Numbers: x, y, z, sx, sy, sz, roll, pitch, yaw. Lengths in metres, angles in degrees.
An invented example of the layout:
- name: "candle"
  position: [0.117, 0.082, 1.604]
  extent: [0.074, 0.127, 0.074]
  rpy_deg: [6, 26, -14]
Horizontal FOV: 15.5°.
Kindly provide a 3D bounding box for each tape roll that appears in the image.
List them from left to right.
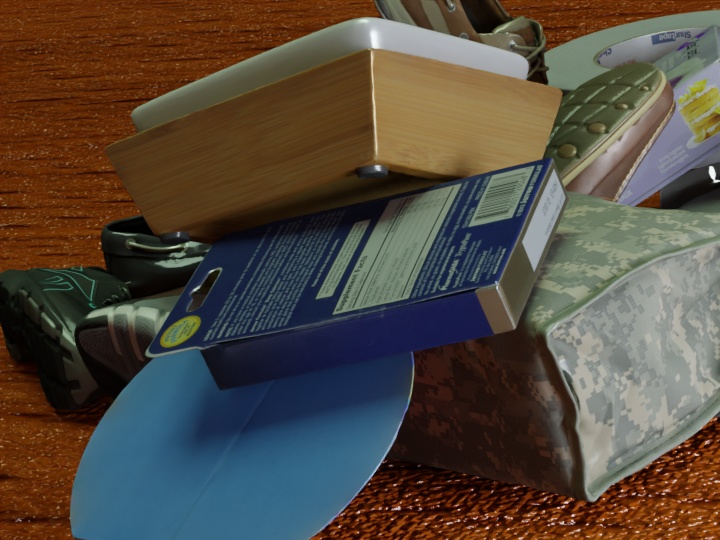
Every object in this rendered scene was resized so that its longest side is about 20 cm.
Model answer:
- name: "tape roll"
  position: [0.224, -0.129, 1.888]
  extent: [0.200, 0.066, 0.200]
  rpy_deg: [-11, 17, 3]

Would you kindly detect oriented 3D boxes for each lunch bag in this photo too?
- name: "lunch bag"
  position: [0.120, 0.026, 1.381]
  extent: [0.200, 0.118, 0.164]
  rpy_deg: [-30, 24, -34]

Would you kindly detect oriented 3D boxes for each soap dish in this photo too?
- name: "soap dish"
  position: [-0.014, -0.065, 1.430]
  extent: [0.200, 0.081, 0.157]
  rpy_deg: [-17, -17, 40]

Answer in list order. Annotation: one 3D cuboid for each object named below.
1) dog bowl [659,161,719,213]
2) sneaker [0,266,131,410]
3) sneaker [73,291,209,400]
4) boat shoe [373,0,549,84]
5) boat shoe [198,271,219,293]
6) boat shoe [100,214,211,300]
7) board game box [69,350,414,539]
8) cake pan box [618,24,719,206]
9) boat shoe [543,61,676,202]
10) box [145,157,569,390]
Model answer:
- name: "dog bowl"
  position: [0.249, -0.016, 1.527]
  extent: [0.200, 0.059, 0.200]
  rpy_deg: [-11, 17, 3]
- name: "sneaker"
  position: [-0.173, 0.029, 1.630]
  extent: [0.079, 0.075, 0.200]
  rpy_deg: [-14, 18, -15]
- name: "sneaker"
  position: [-0.056, 0.031, 1.477]
  extent: [0.200, 0.075, 0.115]
  rpy_deg: [6, 36, 34]
- name: "boat shoe"
  position: [0.092, -0.142, 1.809]
  extent: [0.072, 0.200, 0.076]
  rpy_deg: [-41, -1, 33]
- name: "boat shoe"
  position: [-0.069, 0.019, 1.602]
  extent: [0.071, 0.070, 0.200]
  rpy_deg: [-2, 20, 30]
- name: "boat shoe"
  position: [-0.076, -0.032, 1.747]
  extent: [0.200, 0.063, 0.073]
  rpy_deg: [-20, 19, -2]
- name: "board game box"
  position: [-0.052, 0.093, 1.345]
  extent: [0.200, 0.039, 0.158]
  rpy_deg: [4, 52, 42]
- name: "cake pan box"
  position: [0.161, -0.075, 1.643]
  extent: [0.184, 0.052, 0.200]
  rpy_deg: [-32, 6, 13]
- name: "boat shoe"
  position: [0.111, -0.034, 1.522]
  extent: [0.200, 0.068, 0.072]
  rpy_deg: [-47, 29, -2]
- name: "box"
  position: [-0.001, 0.004, 1.334]
  extent: [0.200, 0.032, 0.121]
  rpy_deg: [-11, 28, 26]
